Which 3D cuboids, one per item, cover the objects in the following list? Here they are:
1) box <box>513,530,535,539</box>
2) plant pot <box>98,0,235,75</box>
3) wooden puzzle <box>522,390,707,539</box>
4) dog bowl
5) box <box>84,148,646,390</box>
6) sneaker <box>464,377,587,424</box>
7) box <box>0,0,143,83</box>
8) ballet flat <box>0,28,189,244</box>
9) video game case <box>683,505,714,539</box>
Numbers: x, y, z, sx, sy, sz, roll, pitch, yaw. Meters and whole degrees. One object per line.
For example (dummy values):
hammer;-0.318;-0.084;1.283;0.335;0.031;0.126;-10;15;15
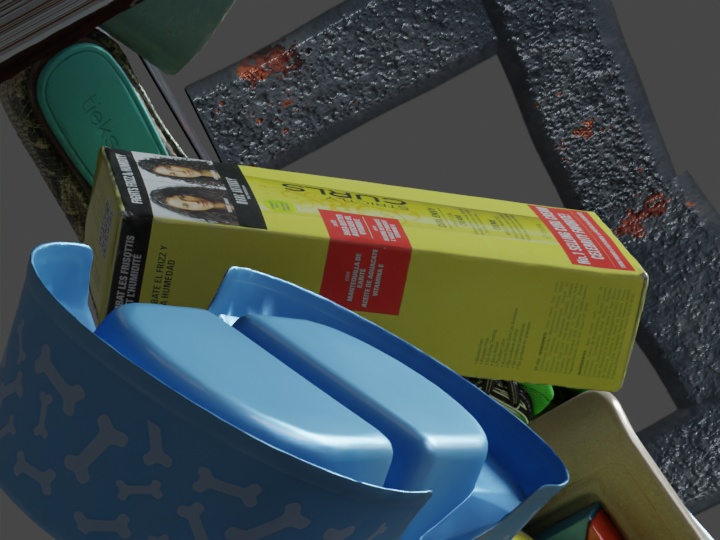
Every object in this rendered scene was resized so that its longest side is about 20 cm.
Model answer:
box;0.038;0.127;0.901;0.200;0.075;0.050;34;1;40
plant pot;-0.126;-0.235;0.959;0.200;0.196;0.196;26;17;-41
wooden puzzle;0.078;0.171;0.956;0.200;0.185;0.037;58;31;1
dog bowl;-0.021;0.045;0.616;0.111;0.050;0.200;34;11;22
box;0.000;0.000;0.901;0.075;0.200;0.050;-117;-143;-66
sneaker;0.029;0.035;1.013;0.200;0.085;0.078;20;58;-45
box;-0.114;-0.177;0.698;0.200;0.164;0.166;61;0;3
ballet flat;-0.090;-0.019;1.010;0.200;0.068;0.075;60;-19;-21
video game case;0.173;0.220;1.126;0.182;0.022;0.200;50;-27;32
